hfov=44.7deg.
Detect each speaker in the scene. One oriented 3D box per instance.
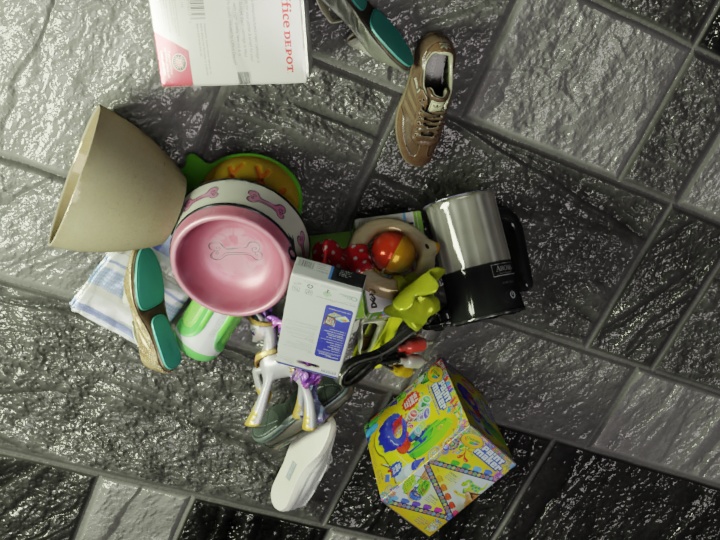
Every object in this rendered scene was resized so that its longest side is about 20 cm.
[{"bbox_3d":[-0.209,0.042,1.345,0.088,0.088,0.200,27,109,-21],"label":"speaker"}]

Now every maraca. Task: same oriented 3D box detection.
[{"bbox_3d":[-0.183,-0.104,1.269,0.200,0.107,0.137,8,92,4],"label":"maraca"}]

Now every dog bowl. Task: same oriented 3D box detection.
[{"bbox_3d":[-0.173,-0.023,1.209,0.200,0.074,0.200,3,125,5],"label":"dog bowl"}]

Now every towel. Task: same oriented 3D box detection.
[{"bbox_3d":[-0.334,0.019,1.349,0.147,0.024,0.200,34,106,-23],"label":"towel"}]

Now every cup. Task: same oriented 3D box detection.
[{"bbox_3d":[-0.323,-0.106,1.196,0.143,0.200,0.200,19,112,-24],"label":"cup"}]

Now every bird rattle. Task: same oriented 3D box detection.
[{"bbox_3d":[0.030,-0.005,1.258,0.200,0.163,0.113,22,145,12],"label":"bird rattle"}]

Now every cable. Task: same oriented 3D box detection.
[{"bbox_3d":[0.045,0.137,1.368,0.200,0.050,0.097,-10,132,-53],"label":"cable"}]

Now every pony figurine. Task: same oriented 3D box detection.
[{"bbox_3d":[-0.105,0.148,1.384,0.193,0.167,0.200,1,103,18],"label":"pony figurine"}]

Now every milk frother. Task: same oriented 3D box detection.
[{"bbox_3d":[0.151,-0.008,1.363,0.200,0.180,0.188,-16,83,30],"label":"milk frother"}]

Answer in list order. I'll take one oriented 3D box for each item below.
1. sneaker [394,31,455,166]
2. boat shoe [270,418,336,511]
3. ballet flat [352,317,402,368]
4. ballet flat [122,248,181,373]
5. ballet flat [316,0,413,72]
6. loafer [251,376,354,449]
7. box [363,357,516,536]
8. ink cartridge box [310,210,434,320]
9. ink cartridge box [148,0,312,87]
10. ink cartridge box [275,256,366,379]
[{"bbox_3d":[0.094,-0.239,1.262,0.070,0.076,0.200,1,116,-10],"label":"sneaker"},{"bbox_3d":[-0.085,0.336,1.529,0.068,0.072,0.200,12,105,-46],"label":"boat shoe"},{"bbox_3d":[0.037,0.073,1.412,0.067,0.067,0.200,9,117,-23],"label":"ballet flat"},{"bbox_3d":[-0.326,0.060,1.316,0.065,0.070,0.200,-5,99,33],"label":"ballet flat"},{"bbox_3d":[-0.006,-0.347,1.209,0.064,0.067,0.200,-24,121,34],"label":"ballet flat"},{"bbox_3d":[-0.090,0.240,1.482,0.200,0.072,0.063,-30,129,15],"label":"loafer"},{"bbox_3d":[0.126,0.291,1.462,0.193,0.200,0.122,-43,114,12],"label":"box"},{"bbox_3d":[0.000,0.000,1.327,0.200,0.076,0.148,-8,80,-7],"label":"ink cartridge box"},{"bbox_3d":[-0.166,-0.323,1.152,0.200,0.083,0.147,-1,117,4],"label":"ink cartridge box"},{"bbox_3d":[-0.058,0.070,1.217,0.099,0.039,0.200,15,136,-1],"label":"ink cartridge box"}]
